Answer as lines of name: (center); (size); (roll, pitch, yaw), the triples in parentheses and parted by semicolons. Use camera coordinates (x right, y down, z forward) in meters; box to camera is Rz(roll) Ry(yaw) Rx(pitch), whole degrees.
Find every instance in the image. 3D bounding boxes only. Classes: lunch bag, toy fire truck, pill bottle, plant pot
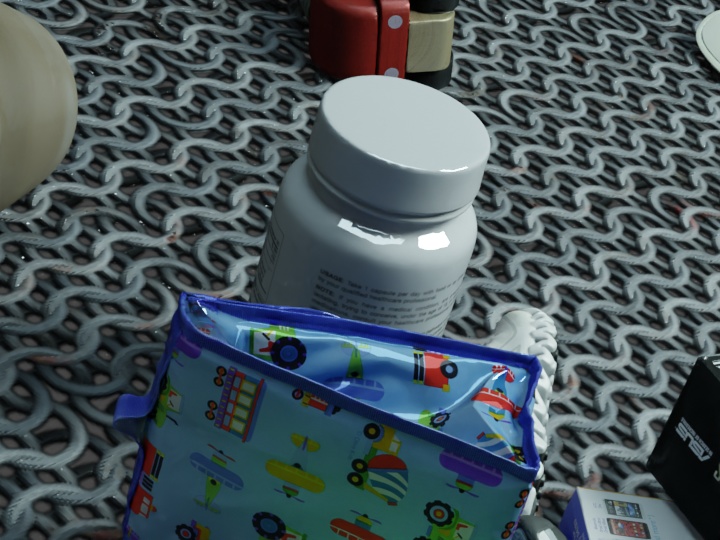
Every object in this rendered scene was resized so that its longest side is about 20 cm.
lunch bag: (-0.027, 0.101, 0.827); (0.199, 0.151, 0.094); (15, 34, -4)
toy fire truck: (-0.032, -0.235, 1.342); (0.199, 0.129, 0.176); (-5, 39, -11)
pill bottle: (0.000, 0.000, 0.937); (0.113, 0.200, 0.114); (12, 35, -8)
plant pot: (-0.265, -0.097, 0.991); (0.200, 0.200, 0.173); (29, 20, 17)

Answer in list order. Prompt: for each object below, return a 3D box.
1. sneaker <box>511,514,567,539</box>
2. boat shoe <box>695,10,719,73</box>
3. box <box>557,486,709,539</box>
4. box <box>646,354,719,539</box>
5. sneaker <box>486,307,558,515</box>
sneaker: (0.136, 0.212, 0.810); (0.115, 0.075, 0.200); (3, 53, -28)
boat shoe: (0.388, -0.171, 1.497); (0.200, 0.073, 0.062); (33, -7, 33)
box: (0.193, 0.181, 0.912); (0.199, 0.042, 0.119); (11, 35, -14)
box: (0.292, 0.121, 0.932); (0.199, 0.086, 0.164); (-5, 40, -32)
sneaker: (0.072, 0.083, 0.975); (0.081, 0.075, 0.200); (8, 31, 7)
